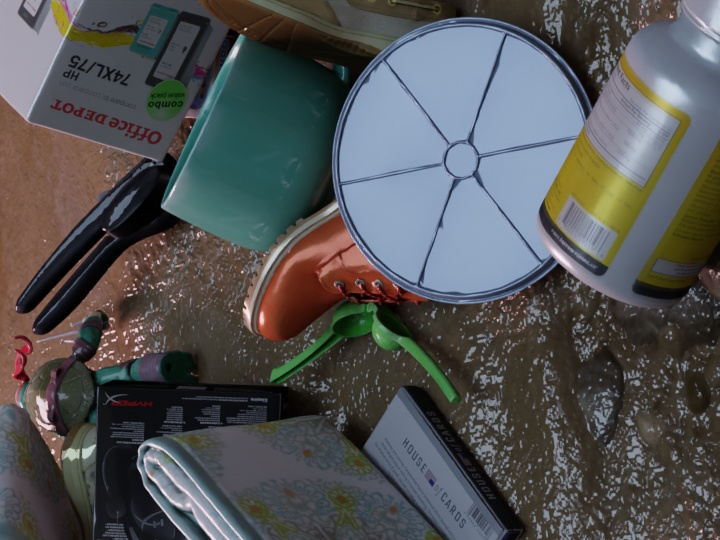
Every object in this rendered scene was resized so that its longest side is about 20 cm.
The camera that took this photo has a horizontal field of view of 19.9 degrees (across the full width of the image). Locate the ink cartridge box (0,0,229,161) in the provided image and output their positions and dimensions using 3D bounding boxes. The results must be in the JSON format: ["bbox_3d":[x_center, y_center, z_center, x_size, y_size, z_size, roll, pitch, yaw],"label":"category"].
[{"bbox_3d":[-0.206,-0.221,1.688,0.146,0.146,0.201,43,110,44],"label":"ink cartridge box"}]

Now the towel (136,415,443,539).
[{"bbox_3d":[-0.045,0.179,1.483,0.200,0.170,0.048,44,122,39],"label":"towel"}]

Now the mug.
[{"bbox_3d":[-0.063,-0.103,1.556,0.185,0.114,0.153,-57,11,39],"label":"mug"}]

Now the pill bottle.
[{"bbox_3d":[0.200,-0.084,1.290,0.112,0.111,0.201,49,123,36],"label":"pill bottle"}]

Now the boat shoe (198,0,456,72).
[{"bbox_3d":[-0.021,-0.191,1.489,0.074,0.199,0.067,-15,60,66],"label":"boat shoe"}]

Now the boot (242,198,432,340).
[{"bbox_3d":[0.000,0.000,1.518,0.200,0.075,0.107,-44,66,17],"label":"boot"}]

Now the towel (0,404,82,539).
[{"bbox_3d":[-0.268,0.238,1.733,0.172,0.048,0.201,-102,-8,-56],"label":"towel"}]

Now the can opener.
[{"bbox_3d":[-0.227,-0.026,1.767,0.200,0.078,0.064,-43,59,17],"label":"can opener"}]

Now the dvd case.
[{"bbox_3d":[0.030,0.210,1.543,0.151,0.025,0.201,53,126,34],"label":"dvd case"}]

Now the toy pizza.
[{"bbox_3d":[0.075,-0.077,1.447,0.199,0.032,0.202,0,90,21],"label":"toy pizza"}]

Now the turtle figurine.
[{"bbox_3d":[-0.235,0.114,1.790,0.199,0.100,0.151,2,95,41],"label":"turtle figurine"}]

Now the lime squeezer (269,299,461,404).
[{"bbox_3d":[0.006,0.056,1.549,0.199,0.038,0.071,4,61,45],"label":"lime squeezer"}]

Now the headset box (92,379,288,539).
[{"bbox_3d":[-0.135,0.191,1.631,0.147,0.077,0.202,1,92,3],"label":"headset box"}]

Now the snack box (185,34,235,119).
[{"bbox_3d":[-0.181,-0.170,1.780,0.199,0.024,0.073,8,93,48],"label":"snack box"}]

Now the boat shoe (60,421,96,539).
[{"bbox_3d":[-0.195,0.219,1.725,0.062,0.073,0.201,-2,122,25],"label":"boat shoe"}]
